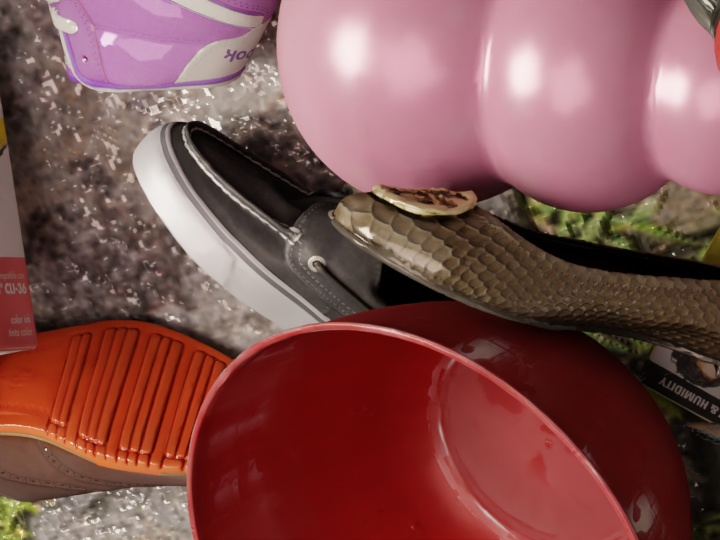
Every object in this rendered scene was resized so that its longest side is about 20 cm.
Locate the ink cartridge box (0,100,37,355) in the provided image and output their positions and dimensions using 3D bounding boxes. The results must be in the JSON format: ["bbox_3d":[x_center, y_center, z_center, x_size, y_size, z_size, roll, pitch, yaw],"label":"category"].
[{"bbox_3d":[-0.212,-0.056,0.927,0.116,0.067,0.201,-10,87,22],"label":"ink cartridge box"}]

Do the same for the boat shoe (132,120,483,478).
[{"bbox_3d":[0.000,0.000,0.899,0.200,0.070,0.066,43,114,-3],"label":"boat shoe"}]

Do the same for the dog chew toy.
[{"bbox_3d":[0.072,-0.075,0.798,0.200,0.125,0.125,12,116,24],"label":"dog chew toy"}]

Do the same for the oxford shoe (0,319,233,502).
[{"bbox_3d":[-0.123,0.067,0.983,0.199,0.071,0.073,9,143,13],"label":"oxford shoe"}]

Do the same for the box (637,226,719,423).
[{"bbox_3d":[0.181,-0.027,0.831,0.075,0.050,0.200,30,119,6],"label":"box"}]

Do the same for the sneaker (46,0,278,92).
[{"bbox_3d":[-0.129,-0.134,0.884,0.200,0.073,0.114,25,122,7],"label":"sneaker"}]

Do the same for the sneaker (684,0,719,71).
[{"bbox_3d":[0.178,-0.127,0.732,0.098,0.200,0.071,52,153,25],"label":"sneaker"}]

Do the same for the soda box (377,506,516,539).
[{"bbox_3d":[0.057,0.134,0.925,0.200,0.068,0.064,20,150,11],"label":"soda box"}]

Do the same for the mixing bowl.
[{"bbox_3d":[0.047,0.088,0.823,0.200,0.108,0.201,18,124,29],"label":"mixing bowl"}]

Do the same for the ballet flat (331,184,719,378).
[{"bbox_3d":[0.086,-0.001,0.785,0.200,0.067,0.046,17,106,-16],"label":"ballet flat"}]

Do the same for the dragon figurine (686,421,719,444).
[{"bbox_3d":[0.220,0.104,0.837,0.199,0.059,0.100,3,114,-9],"label":"dragon figurine"}]
